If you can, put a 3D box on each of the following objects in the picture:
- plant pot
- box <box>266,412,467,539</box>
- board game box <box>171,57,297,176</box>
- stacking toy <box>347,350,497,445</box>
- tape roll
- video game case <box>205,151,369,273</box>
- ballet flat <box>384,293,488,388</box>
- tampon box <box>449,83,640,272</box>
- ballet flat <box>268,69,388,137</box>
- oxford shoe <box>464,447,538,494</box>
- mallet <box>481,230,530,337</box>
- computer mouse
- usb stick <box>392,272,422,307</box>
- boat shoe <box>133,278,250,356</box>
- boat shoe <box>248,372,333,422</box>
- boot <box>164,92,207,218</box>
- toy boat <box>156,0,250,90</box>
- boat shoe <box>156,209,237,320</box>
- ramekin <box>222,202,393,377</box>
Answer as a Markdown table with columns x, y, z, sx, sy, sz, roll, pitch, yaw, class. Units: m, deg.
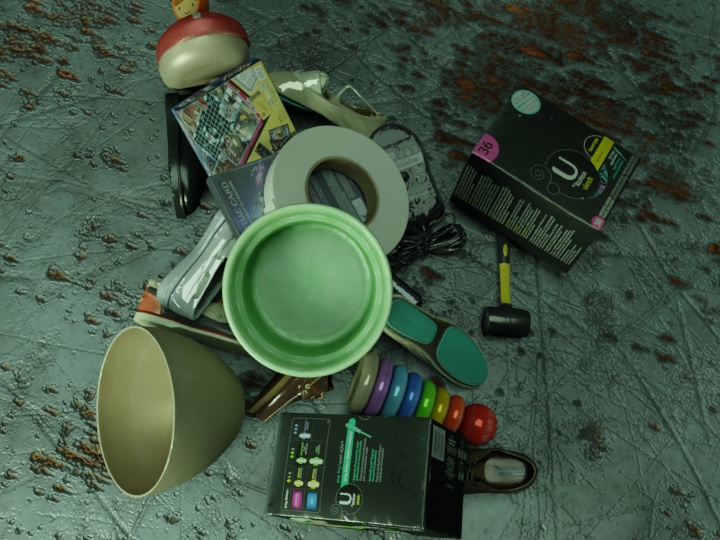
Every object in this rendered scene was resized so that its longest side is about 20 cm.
| x | y | z | sx | sy | sz | roll | pitch | yaw | class |
| --- | --- | --- | --- | --- | --- | --- | --- | --- | --- |
| -0.222 | 0.170 | 1.082 | 0.133 | 0.200 | 0.203 | 3 | 67 | -41 | plant pot |
| 0.011 | 0.246 | 1.045 | 0.198 | 0.148 | 0.126 | -3 | 69 | 24 | box |
| -0.151 | -0.167 | 1.195 | 0.135 | 0.035 | 0.201 | -34 | 120 | -14 | board game box |
| 0.087 | 0.176 | 1.150 | 0.198 | 0.085 | 0.086 | 19 | 72 | -5 | stacking toy |
| -0.031 | -0.095 | 1.159 | 0.201 | 0.037 | 0.205 | 9 | 67 | -23 | tape roll |
| -0.088 | -0.091 | 1.165 | 0.199 | 0.019 | 0.144 | -25 | 82 | -31 | video game case |
| 0.091 | 0.089 | 1.172 | 0.199 | 0.062 | 0.068 | 39 | 75 | -24 | ballet flat |
| 0.254 | -0.128 | 1.216 | 0.199 | 0.127 | 0.150 | 33 | 62 | 7 | tampon box |
| -0.046 | -0.249 | 1.256 | 0.199 | 0.069 | 0.070 | 28 | 71 | -16 | ballet flat |
| 0.131 | 0.254 | 1.120 | 0.197 | 0.085 | 0.074 | -4 | 74 | -4 | oxford shoe |
| 0.194 | -0.001 | 1.234 | 0.065 | 0.041 | 0.202 | -2 | 68 | -8 | mallet |
| 0.061 | -0.109 | 1.253 | 0.137 | 0.053 | 0.202 | -16 | 85 | -9 | computer mouse |
| 0.000 | 0.000 | 1.212 | 0.200 | 0.033 | 0.056 | 40 | 108 | 9 | usb stick |
| -0.202 | 0.066 | 1.166 | 0.198 | 0.071 | 0.063 | 16 | 69 | 6 | boat shoe |
| -0.059 | 0.131 | 1.136 | 0.070 | 0.070 | 0.200 | 44 | 98 | -8 | boat shoe |
| -0.194 | -0.174 | 1.245 | 0.160 | 0.073 | 0.201 | -3 | 74 | -11 | boot |
| -0.227 | -0.329 | 1.214 | 0.129 | 0.200 | 0.132 | -15 | 99 | -10 | toy boat |
| -0.179 | -0.017 | 1.145 | 0.066 | 0.074 | 0.201 | 31 | 72 | 18 | boat shoe |
| -0.061 | 0.020 | 1.049 | 0.197 | 0.098 | 0.203 | 0 | 93 | 0 | ramekin |
